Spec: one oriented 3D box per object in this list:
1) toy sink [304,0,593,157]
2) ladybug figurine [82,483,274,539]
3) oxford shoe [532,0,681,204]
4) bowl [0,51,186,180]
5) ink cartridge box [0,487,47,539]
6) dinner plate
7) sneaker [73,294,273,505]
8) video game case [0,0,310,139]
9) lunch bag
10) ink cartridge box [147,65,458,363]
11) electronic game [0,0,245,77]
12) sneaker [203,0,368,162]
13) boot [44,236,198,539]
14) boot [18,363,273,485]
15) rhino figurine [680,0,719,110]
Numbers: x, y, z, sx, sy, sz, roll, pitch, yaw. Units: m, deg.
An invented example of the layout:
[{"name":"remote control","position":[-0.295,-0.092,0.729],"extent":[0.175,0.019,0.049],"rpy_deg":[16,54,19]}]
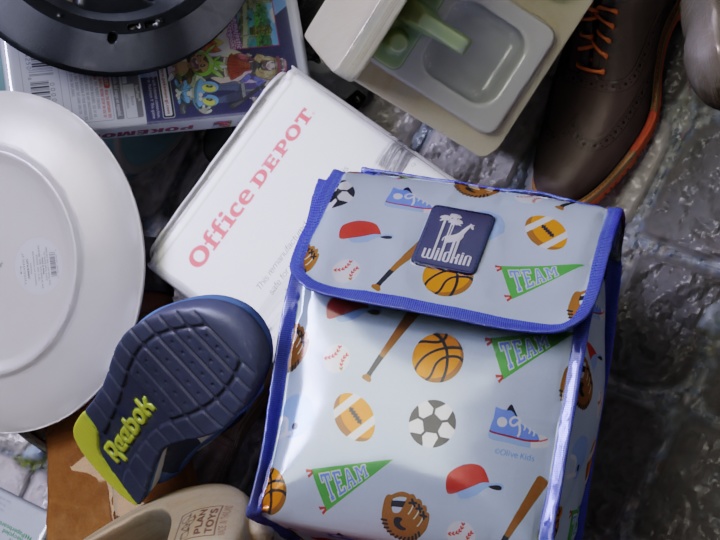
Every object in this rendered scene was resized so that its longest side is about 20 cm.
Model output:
[{"name":"toy sink","position":[0.055,-0.149,1.496],"extent":[0.131,0.112,0.200],"rpy_deg":[-58,11,5]},{"name":"ladybug figurine","position":[-0.120,0.189,1.444],"extent":[0.200,0.072,0.136],"rpy_deg":[-29,25,29]},{"name":"oxford shoe","position":[0.139,-0.130,1.519],"extent":[0.071,0.073,0.201],"rpy_deg":[14,76,34]},{"name":"bowl","position":[-0.164,-0.133,1.664],"extent":[0.105,0.201,0.201],"rpy_deg":[26,83,20]},{"name":"ink cartridge box","position":[-0.290,0.215,1.651],"extent":[0.199,0.041,0.200],"rpy_deg":[21,80,38]},{"name":"dinner plate","position":[-0.214,-0.005,1.530],"extent":[0.200,0.024,0.201],"rpy_deg":[1,92,27]},{"name":"sneaker","position":[-0.091,0.056,1.431],"extent":[0.074,0.082,0.200],"rpy_deg":[52,146,3]},{"name":"video game case","position":[-0.132,-0.178,1.588],"extent":[0.182,0.023,0.201],"rpy_deg":[-6,73,-12]},{"name":"lunch bag","position":[0.043,0.050,1.375],"extent":[0.169,0.124,0.201],"rpy_deg":[9,78,13]},{"name":"ink cartridge box","position":[0.000,0.000,1.506],"extent":[0.200,0.085,0.146],"rpy_deg":[36,89,19]},{"name":"electronic game","position":[-0.155,-0.211,1.560],"extent":[0.042,0.199,0.201],"rpy_deg":[138,147,-67]},{"name":"sneaker","position":[-0.026,-0.143,1.644],"extent":[0.200,0.066,0.091],"rpy_deg":[-42,48,4]},{"name":"boot","position":[-0.184,0.096,1.565],"extent":[0.188,0.068,0.201],"rpy_deg":[-11,78,11]},{"name":"boot","position":[-0.115,0.042,1.607],"extent":[0.186,0.064,0.200],"rpy_deg":[29,88,26]},{"name":"rhino figurine","position":[0.211,-0.168,1.483],"extent":[0.060,0.087,0.201],"rpy_deg":[-16,60,26]}]
